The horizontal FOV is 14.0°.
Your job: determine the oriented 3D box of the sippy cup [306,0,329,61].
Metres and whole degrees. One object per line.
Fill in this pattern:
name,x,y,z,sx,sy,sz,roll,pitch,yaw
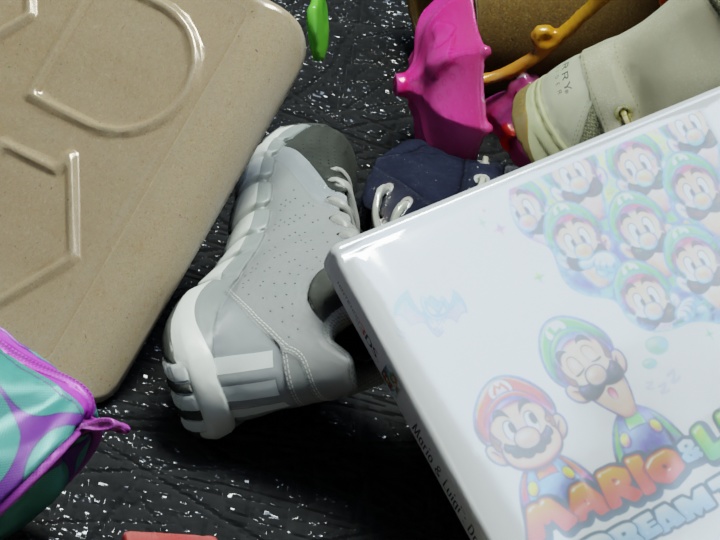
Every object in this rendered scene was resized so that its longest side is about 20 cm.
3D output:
sippy cup,-0.113,-0.105,1.335,0.140,0.178,0.131,38,29,-33

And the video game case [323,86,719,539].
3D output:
video game case,0.112,0.035,1.151,0.200,0.024,0.182,-23,73,-21

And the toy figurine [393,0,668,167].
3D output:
toy figurine,0.113,-0.098,1.412,0.200,0.184,0.150,50,21,-33

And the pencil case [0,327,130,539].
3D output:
pencil case,-0.181,0.013,1.071,0.200,0.092,0.085,49,5,8

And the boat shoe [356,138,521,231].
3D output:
boat shoe,0.034,-0.001,1.299,0.093,0.075,0.200,17,20,9

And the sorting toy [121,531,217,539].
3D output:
sorting toy,-0.006,0.168,0.979,0.199,0.070,0.199,6,31,-21

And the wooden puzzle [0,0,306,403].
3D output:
wooden puzzle,-0.148,-0.062,1.232,0.200,0.186,0.046,27,-12,11

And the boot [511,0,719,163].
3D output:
boot,0.187,-0.048,1.312,0.200,0.155,0.072,42,32,-17

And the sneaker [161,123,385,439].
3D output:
sneaker,0.000,0.000,1.226,0.115,0.075,0.200,-7,32,21

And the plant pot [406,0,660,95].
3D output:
plant pot,0.130,-0.158,1.526,0.199,0.187,0.186,-11,38,-19
